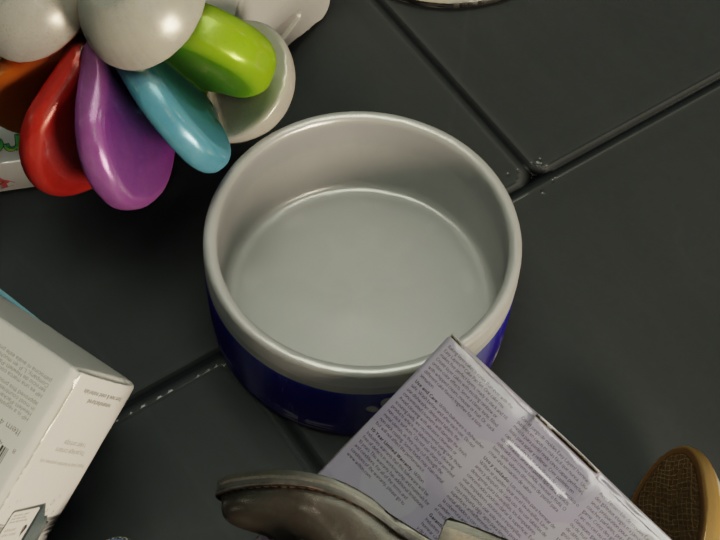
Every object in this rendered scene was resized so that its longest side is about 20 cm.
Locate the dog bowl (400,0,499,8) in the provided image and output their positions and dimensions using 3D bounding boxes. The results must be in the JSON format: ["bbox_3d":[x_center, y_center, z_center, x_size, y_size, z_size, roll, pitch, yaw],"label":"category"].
[{"bbox_3d":[0.066,-0.300,1.190,0.198,0.074,0.202,1,55,-1],"label":"dog bowl"}]

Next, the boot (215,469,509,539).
[{"bbox_3d":[-0.008,0.204,0.789,0.198,0.069,0.176,14,76,19],"label":"boot"}]

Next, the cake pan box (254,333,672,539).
[{"bbox_3d":[0.058,0.167,0.846,0.200,0.052,0.184,42,90,25],"label":"cake pan box"}]

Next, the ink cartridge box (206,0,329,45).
[{"bbox_3d":[-0.135,-0.232,1.113,0.199,0.086,0.148,26,44,16],"label":"ink cartridge box"}]

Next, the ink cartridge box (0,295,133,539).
[{"bbox_3d":[-0.243,0.109,0.846,0.146,0.086,0.201,30,90,17],"label":"ink cartridge box"}]

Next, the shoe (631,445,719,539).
[{"bbox_3d":[0.186,0.194,0.874,0.053,0.070,0.201,36,45,-29],"label":"shoe"}]

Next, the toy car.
[{"bbox_3d":[-0.149,-0.113,0.963,0.198,0.175,0.151,8,75,27],"label":"toy car"}]

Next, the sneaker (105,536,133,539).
[{"bbox_3d":[-0.102,0.227,0.822,0.075,0.079,0.200,-30,62,-19],"label":"sneaker"}]

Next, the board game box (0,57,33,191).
[{"bbox_3d":[-0.290,-0.108,1.070,0.198,0.035,0.127,-9,57,-8],"label":"board game box"}]

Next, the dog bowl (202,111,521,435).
[{"bbox_3d":[0.000,0.000,0.980,0.198,0.079,0.202,1,55,-2],"label":"dog bowl"}]

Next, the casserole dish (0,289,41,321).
[{"bbox_3d":[-0.243,0.074,0.946,0.199,0.039,0.121,35,62,21],"label":"casserole dish"}]
